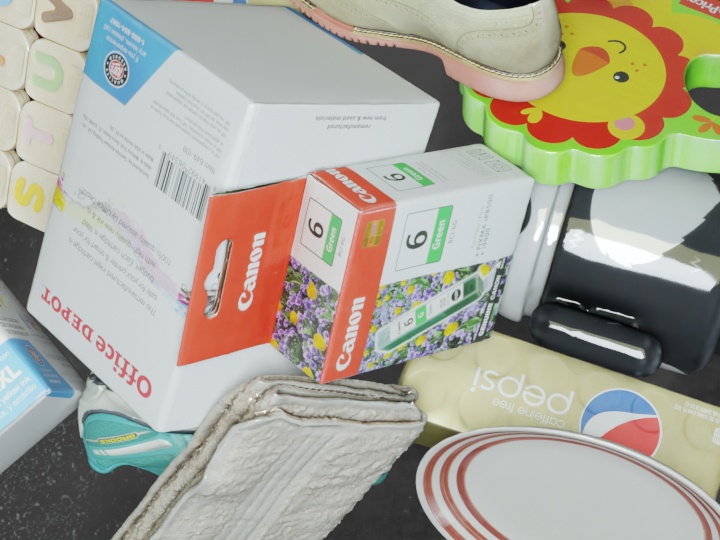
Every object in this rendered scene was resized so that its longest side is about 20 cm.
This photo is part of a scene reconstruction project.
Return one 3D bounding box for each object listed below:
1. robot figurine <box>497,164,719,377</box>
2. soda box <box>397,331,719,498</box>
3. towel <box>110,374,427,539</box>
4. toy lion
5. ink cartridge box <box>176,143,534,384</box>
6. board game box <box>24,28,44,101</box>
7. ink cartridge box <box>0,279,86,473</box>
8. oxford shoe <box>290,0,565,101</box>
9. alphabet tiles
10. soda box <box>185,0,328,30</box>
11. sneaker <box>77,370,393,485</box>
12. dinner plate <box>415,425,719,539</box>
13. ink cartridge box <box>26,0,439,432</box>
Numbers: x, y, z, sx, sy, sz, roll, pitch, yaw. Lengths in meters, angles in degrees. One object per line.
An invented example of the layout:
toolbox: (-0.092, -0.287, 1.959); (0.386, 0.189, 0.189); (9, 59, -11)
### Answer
robot figurine: (0.162, -0.012, 1.125); (0.199, 0.150, 0.126); (17, 99, 6)
soda box: (0.120, 0.092, 1.138); (0.199, 0.064, 0.068); (19, 73, 5)
towel: (-0.059, 0.132, 1.093); (0.200, 0.132, 0.035); (-52, 48, 34)
toy lion: (0.166, -0.113, 1.106); (0.199, 0.069, 0.192); (25, 53, 22)
ink cartridge box: (0.000, 0.000, 1.025); (0.050, 0.199, 0.110); (36, 125, 37)
board game box: (-0.127, -0.103, 1.209); (0.199, 0.019, 0.103); (27, 89, 6)
ink cartridge box: (-0.284, 0.038, 1.154); (0.125, 0.129, 0.200); (-40, 84, 0)
oxford shoe: (0.032, -0.169, 1.084); (0.199, 0.074, 0.071); (23, 53, 22)
alphabet tiles: (-0.203, -0.128, 1.164); (0.195, 0.015, 0.201); (24, 113, 28)
soda box: (-0.063, -0.171, 1.175); (0.199, 0.064, 0.068); (-31, 80, -5)
sneaker: (-0.077, 0.105, 1.173); (0.199, 0.078, 0.080); (10, 113, 2)
dinner plate: (0.129, 0.143, 1.096); (0.199, 0.201, 0.024); (18, 55, 6)
ink cartridge box: (-0.077, -0.034, 1.079); (0.147, 0.145, 0.201); (37, 119, 37)
